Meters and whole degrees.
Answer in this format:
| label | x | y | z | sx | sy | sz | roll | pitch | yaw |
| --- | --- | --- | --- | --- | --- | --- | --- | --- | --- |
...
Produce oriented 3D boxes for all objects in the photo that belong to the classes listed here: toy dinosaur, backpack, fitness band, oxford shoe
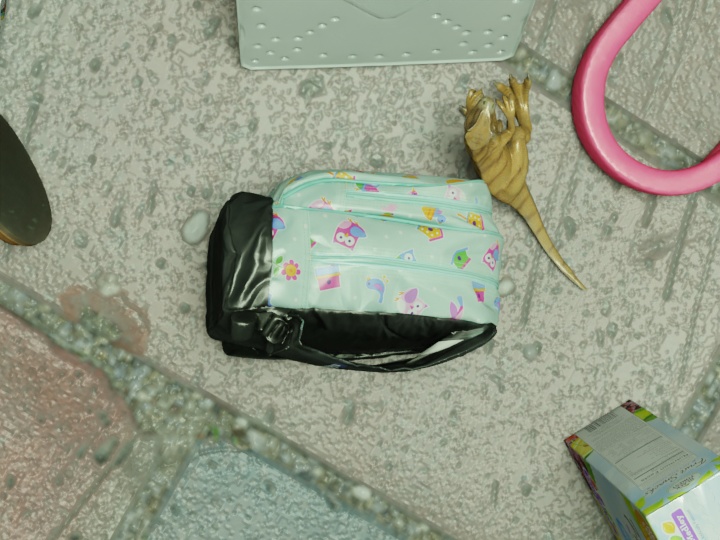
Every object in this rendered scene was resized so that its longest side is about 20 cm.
| label | x | y | z | sx | sy | sz | roll | pitch | yaw |
| --- | --- | --- | --- | --- | --- | --- | --- | --- | --- |
| toy dinosaur | 0.101 | -0.070 | 0.827 | 0.059 | 0.200 | 0.108 | -10 | 61 | 25 |
| backpack | 0.000 | 0.000 | 0.789 | 0.196 | 0.167 | 0.129 | 2 | 89 | -11 |
| fitness band | 0.243 | -0.147 | 0.857 | 0.143 | 0.037 | 0.201 | 42 | 88 | -6 |
| oxford shoe | -0.293 | -0.088 | 0.807 | 0.071 | 0.072 | 0.200 | -34 | 104 | 32 |

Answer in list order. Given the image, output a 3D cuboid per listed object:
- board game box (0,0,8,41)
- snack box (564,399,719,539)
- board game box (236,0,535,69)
| label | x | y | z | sx | sy | sz | roll | pitch | yaw |
| --- | --- | --- | --- | --- | --- | --- | --- | --- | --- |
| board game box | -0.331 | -0.236 | 0.798 | 0.196 | 0.035 | 0.129 | 13 | 93 | -6 |
| snack box | 0.224 | 0.191 | 0.796 | 0.067 | 0.200 | 0.170 | -30 | 95 | -3 |
| board game box | 0.018 | -0.190 | 0.757 | 0.196 | 0.200 | 0.026 | -3 | 71 | -5 |
